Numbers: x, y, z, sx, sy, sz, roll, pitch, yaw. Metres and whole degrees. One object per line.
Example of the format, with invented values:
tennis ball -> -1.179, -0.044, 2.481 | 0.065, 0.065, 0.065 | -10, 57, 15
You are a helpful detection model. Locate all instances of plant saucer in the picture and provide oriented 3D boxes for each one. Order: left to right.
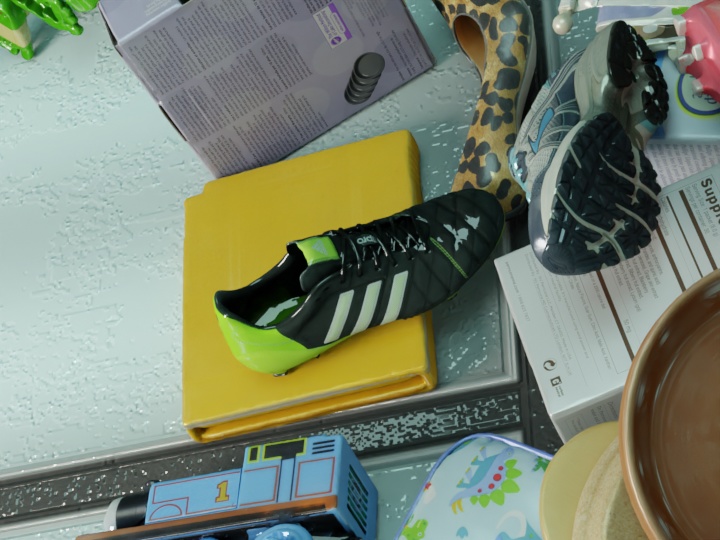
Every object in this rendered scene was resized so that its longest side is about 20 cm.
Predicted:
plant saucer -> 0.234, 0.091, 1.057 | 0.198, 0.032, 0.203 | 1, 77, -6

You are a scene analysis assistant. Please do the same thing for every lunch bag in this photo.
lunch bag -> 0.085, 0.206, 1.140 | 0.160, 0.083, 0.201 | 18, 67, 32

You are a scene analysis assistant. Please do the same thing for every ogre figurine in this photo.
ogre figurine -> -0.233, -0.239, 1.549 | 0.120, 0.098, 0.200 | -57, 11, -23

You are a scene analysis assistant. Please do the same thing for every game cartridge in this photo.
game cartridge -> -0.038, 0.009, 1.356 | 0.175, 0.033, 0.202 | -14, 52, 15

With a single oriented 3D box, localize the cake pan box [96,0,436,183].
cake pan box -> -0.062, -0.163, 1.369 | 0.183, 0.200, 0.052 | -33, 54, 3

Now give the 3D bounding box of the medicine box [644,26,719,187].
medicine box -> 0.279, -0.129, 1.261 | 0.198, 0.103, 0.184 | 2, 60, 25

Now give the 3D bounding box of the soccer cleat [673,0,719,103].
soccer cleat -> 0.244, -0.091, 1.126 | 0.076, 0.067, 0.201 | -19, 46, -6

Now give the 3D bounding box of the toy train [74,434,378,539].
toy train -> -0.083, 0.173, 1.236 | 0.198, 0.087, 0.115 | -12, 46, 19

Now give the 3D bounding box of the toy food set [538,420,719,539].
toy food set -> 0.204, 0.164, 1.079 | 0.198, 0.049, 0.200 | -14, 72, -12

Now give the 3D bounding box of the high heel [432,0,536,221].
high heel -> 0.066, -0.123, 1.365 | 0.142, 0.072, 0.200 | -37, 61, -11

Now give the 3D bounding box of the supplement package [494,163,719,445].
supplement package -> 0.200, 0.029, 1.180 | 0.198, 0.121, 0.121 | -23, 53, 7

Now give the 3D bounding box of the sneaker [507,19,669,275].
sneaker -> 0.126, -0.058, 1.168 | 0.086, 0.078, 0.201 | -29, 24, 36

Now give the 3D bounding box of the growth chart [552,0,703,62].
growth chart -> 0.216, -0.186, 1.250 | 0.198, 0.018, 0.146 | 9, 64, 28

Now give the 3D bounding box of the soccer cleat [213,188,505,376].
soccer cleat -> 0.000, 0.000, 1.273 | 0.199, 0.081, 0.068 | -29, 51, 3
